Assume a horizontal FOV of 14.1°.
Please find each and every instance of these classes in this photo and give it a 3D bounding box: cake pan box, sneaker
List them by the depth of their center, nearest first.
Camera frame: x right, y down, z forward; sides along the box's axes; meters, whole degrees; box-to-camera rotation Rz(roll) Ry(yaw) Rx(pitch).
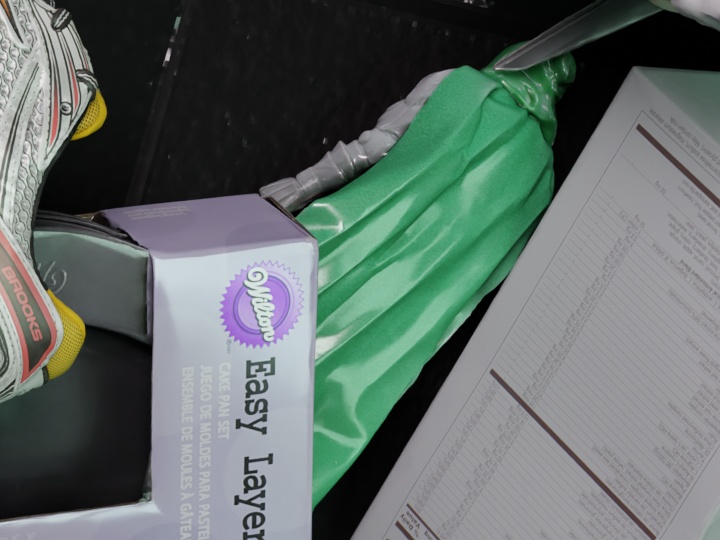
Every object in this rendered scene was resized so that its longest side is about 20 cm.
[{"bbox_3d":[-0.110,-0.060,0.746,0.082,0.078,0.200,-1,88,-23],"label":"sneaker"},{"bbox_3d":[-0.104,0.077,0.826,0.184,0.052,0.200,-6,110,-25],"label":"cake pan box"}]

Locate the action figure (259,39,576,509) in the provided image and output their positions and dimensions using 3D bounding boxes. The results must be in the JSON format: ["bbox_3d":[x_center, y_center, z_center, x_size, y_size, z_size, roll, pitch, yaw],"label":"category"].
[{"bbox_3d":[0.000,0.000,0.917,0.200,0.055,0.118,-46,130,-13],"label":"action figure"}]

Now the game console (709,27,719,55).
[{"bbox_3d":[0.163,-0.144,1.032,0.200,0.116,0.176,-41,160,-22],"label":"game console"}]

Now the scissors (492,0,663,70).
[{"bbox_3d":[0.124,-0.111,0.947,0.200,0.014,0.073,-11,87,-22],"label":"scissors"}]

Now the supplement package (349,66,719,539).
[{"bbox_3d":[0.105,0.047,0.944,0.109,0.114,0.200,-1,129,-48],"label":"supplement package"}]

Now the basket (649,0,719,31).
[{"bbox_3d":[0.135,-0.154,0.807,0.135,0.123,0.200,19,93,-45],"label":"basket"}]
